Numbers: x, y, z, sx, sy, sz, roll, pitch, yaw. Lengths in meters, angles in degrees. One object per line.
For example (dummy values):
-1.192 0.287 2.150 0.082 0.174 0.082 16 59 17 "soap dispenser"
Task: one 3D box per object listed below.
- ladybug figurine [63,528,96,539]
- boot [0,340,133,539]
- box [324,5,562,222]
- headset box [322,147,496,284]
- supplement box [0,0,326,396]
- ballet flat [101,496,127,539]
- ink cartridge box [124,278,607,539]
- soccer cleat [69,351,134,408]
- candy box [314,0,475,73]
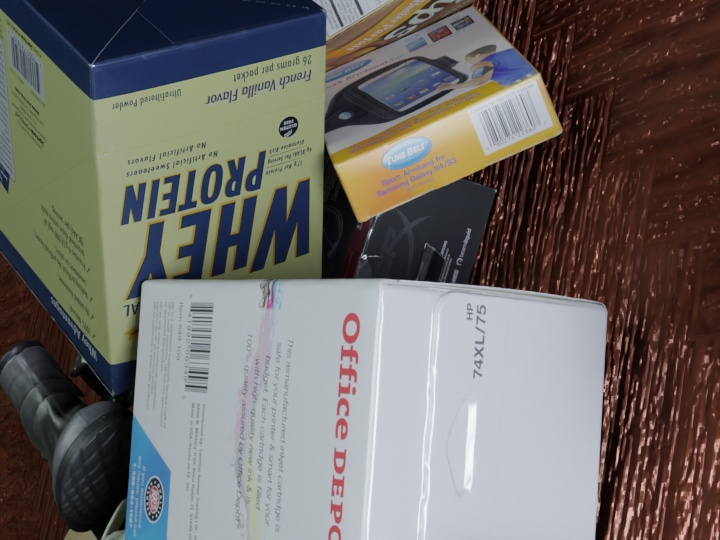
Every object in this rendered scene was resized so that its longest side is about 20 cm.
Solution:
-0.192 0.259 1.271 0.200 0.072 0.136 126 139 -58 "ladybug figurine"
-0.183 0.095 1.014 0.132 0.070 0.200 51 161 18 "boot"
0.033 -0.098 0.946 0.119 0.042 0.200 -24 24 1 "box"
0.000 0.000 1.026 0.200 0.075 0.149 23 97 66 "headset box"
-0.125 -0.078 0.931 0.200 0.134 0.200 43 141 45 "supplement box"
-0.099 0.137 0.962 0.072 0.072 0.200 -58 -10 34 "ballet flat"
-0.001 0.081 0.816 0.200 0.146 0.147 0 85 51 "ink cartridge box"
-0.111 0.041 1.063 0.200 0.070 0.086 -6 40 47 "soccer cleat"
0.008 -0.167 0.987 0.200 0.115 0.055 -27 87 36 "candy box"
